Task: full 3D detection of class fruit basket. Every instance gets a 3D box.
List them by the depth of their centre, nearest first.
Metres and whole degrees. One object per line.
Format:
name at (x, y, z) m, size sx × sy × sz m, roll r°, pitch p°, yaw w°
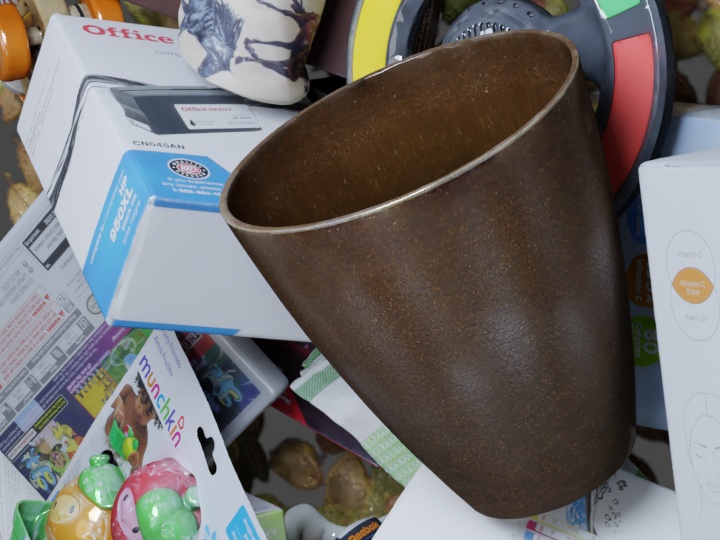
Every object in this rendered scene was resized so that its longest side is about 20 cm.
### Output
fruit basket at (-0.134, 0.157, 1.317) m, size 0.200 × 0.093 × 0.186 m, roll -59°, pitch 42°, yaw 34°

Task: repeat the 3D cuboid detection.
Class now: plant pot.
plant pot at (0.056, 0.014, 1.134) m, size 0.186 × 0.187 × 0.201 m, roll -8°, pitch 118°, yaw 37°

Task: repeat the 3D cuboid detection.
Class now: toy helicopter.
toy helicopter at (-0.215, -0.172, 1.465) m, size 0.132 × 0.079 × 0.200 m, roll 103°, pitch 147°, yaw -54°

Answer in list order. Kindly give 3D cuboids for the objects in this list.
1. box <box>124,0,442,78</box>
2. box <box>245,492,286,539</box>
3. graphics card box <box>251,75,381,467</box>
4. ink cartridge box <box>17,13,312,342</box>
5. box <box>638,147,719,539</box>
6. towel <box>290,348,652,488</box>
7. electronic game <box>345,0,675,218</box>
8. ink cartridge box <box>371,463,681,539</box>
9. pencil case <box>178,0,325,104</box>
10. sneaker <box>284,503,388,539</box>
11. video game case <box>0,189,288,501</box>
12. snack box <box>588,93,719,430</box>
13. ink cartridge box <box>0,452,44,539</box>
box at (-0.048, -0.184, 1.341) m, size 0.200 × 0.075 × 0.101 m, roll 23°, pitch 111°, yaw 33°
box at (-0.078, 0.230, 1.420) m, size 0.144 × 0.036 × 0.201 m, roll 13°, pitch 115°, yaw 62°
graphics card box at (0.000, 0.000, 1.354) m, size 0.125 × 0.051 × 0.201 m, roll 28°, pitch 113°, yaw 30°
ink cartridge box at (-0.091, -0.053, 1.272) m, size 0.200 × 0.144 × 0.084 m, roll 57°, pitch 134°, yaw 49°
box at (0.223, 0.041, 1.054) m, size 0.152 × 0.106 × 0.201 m, roll 4°, pitch 103°, yaw 59°
towel at (0.066, 0.098, 1.272) m, size 0.200 × 0.031 × 0.149 m, roll 44°, pitch 142°, yaw -5°
electronic game at (0.074, -0.103, 1.207) m, size 0.199 × 0.042 × 0.201 m, roll 4°, pitch 97°, yaw 36°
ink cartridge box at (0.106, 0.198, 1.207) m, size 0.199 × 0.145 × 0.148 m, roll 21°, pitch 138°, yaw 20°
pencil case at (-0.040, -0.188, 1.238) m, size 0.078 × 0.089 × 0.201 m, roll 34°, pitch 119°, yaw 36°
sneaker at (0.023, 0.192, 1.355) m, size 0.199 × 0.078 × 0.080 m, roll 12°, pitch 111°, yaw 36°
video game case at (-0.160, 0.057, 1.388) m, size 0.182 × 0.023 × 0.200 m, roll 47°, pitch 126°, yaw 3°
snack box at (0.176, -0.002, 1.214) m, size 0.199 × 0.068 × 0.169 m, roll 7°, pitch 103°, yaw 34°
ink cartridge box at (-0.202, 0.189, 1.544) m, size 0.199 × 0.047 × 0.161 m, roll 7°, pitch 103°, yaw 38°
